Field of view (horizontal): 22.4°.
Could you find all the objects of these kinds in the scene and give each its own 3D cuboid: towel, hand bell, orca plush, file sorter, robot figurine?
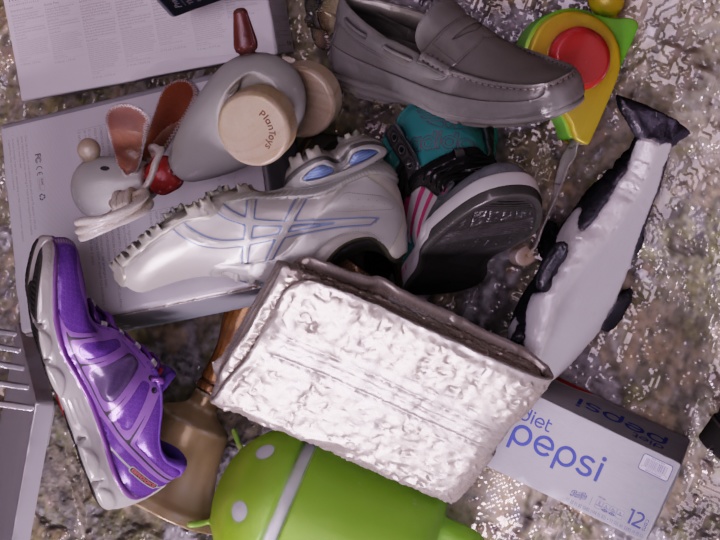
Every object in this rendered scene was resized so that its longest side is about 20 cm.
[{"bbox_3d":[0.010,0.072,1.199,0.199,0.035,0.133,25,124,-14],"label":"towel"},{"bbox_3d":[-0.104,0.079,1.327,0.104,0.104,0.201,27,91,10],"label":"hand bell"},{"bbox_3d":[0.142,-0.025,1.242,0.071,0.105,0.201,30,110,42],"label":"orca plush"},{"bbox_3d":[-0.296,0.122,1.294,0.124,0.200,0.140,9,101,-16],"label":"file sorter"},{"bbox_3d":[-0.016,0.185,1.281,0.199,0.116,0.176,23,66,3],"label":"robot figurine"}]

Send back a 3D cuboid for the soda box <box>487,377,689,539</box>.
[{"bbox_3d":[0.124,0.109,1.264,0.199,0.068,0.064,25,105,11],"label":"soda box"}]

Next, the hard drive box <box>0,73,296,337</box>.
[{"bbox_3d":[-0.144,-0.043,1.294,0.198,0.077,0.157,-11,80,17],"label":"hard drive box"}]

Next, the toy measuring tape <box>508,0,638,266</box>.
[{"bbox_3d":[0.123,-0.106,1.222,0.073,0.074,0.201,23,88,11],"label":"toy measuring tape"}]

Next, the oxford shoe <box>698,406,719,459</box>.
[{"bbox_3d":[0.331,0.133,1.210,0.199,0.073,0.085,33,103,9],"label":"oxford shoe"}]

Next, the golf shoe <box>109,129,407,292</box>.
[{"bbox_3d":[-0.063,-0.013,1.188,0.199,0.078,0.098,-22,87,2],"label":"golf shoe"}]

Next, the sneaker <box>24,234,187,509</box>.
[{"bbox_3d":[-0.173,0.063,1.243,0.083,0.081,0.201,-21,113,-9],"label":"sneaker"}]

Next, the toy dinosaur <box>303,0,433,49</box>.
[{"bbox_3d":[0.027,-0.236,1.258,0.088,0.047,0.201,28,101,17],"label":"toy dinosaur"}]

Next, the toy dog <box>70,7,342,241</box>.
[{"bbox_3d":[-0.114,-0.104,1.197,0.199,0.132,0.097,-23,99,4],"label":"toy dog"}]

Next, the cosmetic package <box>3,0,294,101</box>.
[{"bbox_3d":[-0.152,-0.179,1.309,0.198,0.051,0.083,-8,97,16],"label":"cosmetic package"}]

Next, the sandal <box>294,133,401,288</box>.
[{"bbox_3d":[0.000,0.000,1.272,0.054,0.082,0.202,-11,82,32],"label":"sandal"}]

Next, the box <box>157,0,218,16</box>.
[{"bbox_3d":[-0.067,-0.282,1.210,0.199,0.107,0.149,-15,60,17],"label":"box"}]

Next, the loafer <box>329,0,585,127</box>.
[{"bbox_3d":[0.058,-0.140,1.192,0.199,0.070,0.070,15,122,36],"label":"loafer"}]

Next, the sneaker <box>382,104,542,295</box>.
[{"bbox_3d":[0.066,-0.066,1.210,0.083,0.200,0.122,-4,75,-15],"label":"sneaker"}]
